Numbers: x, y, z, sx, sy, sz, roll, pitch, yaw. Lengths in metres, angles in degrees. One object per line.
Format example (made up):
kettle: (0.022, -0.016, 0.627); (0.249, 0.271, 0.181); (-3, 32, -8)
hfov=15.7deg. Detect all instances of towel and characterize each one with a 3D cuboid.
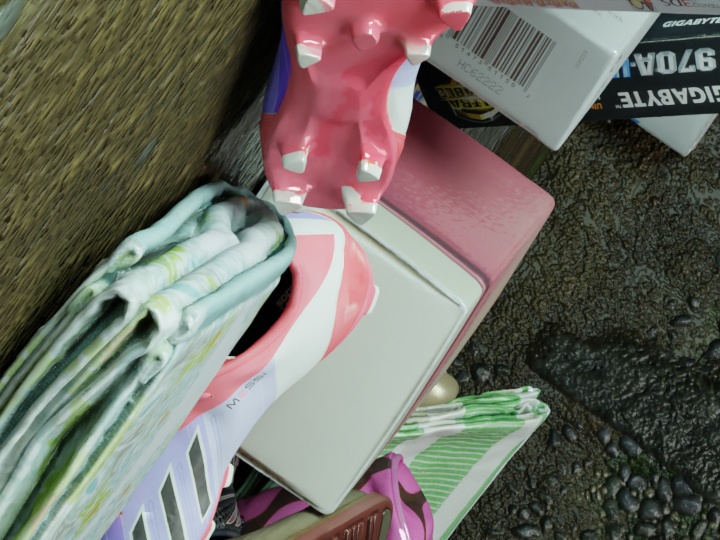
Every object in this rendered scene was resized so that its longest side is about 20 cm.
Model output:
towel: (-0.099, 0.053, 0.947); (0.172, 0.048, 0.200); (-54, 176, 13)
towel: (0.001, 0.127, 1.440); (0.199, 0.023, 0.153); (-6, 142, -45)

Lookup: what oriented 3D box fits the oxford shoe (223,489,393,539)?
oxford shoe: (-0.068, 0.139, 1.175); (0.200, 0.075, 0.071); (-25, 137, -41)

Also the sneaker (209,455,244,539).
sneaker: (-0.085, 0.109, 1.291); (0.081, 0.074, 0.200); (-59, 175, 36)

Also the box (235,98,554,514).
box: (0.000, 0.009, 1.242); (0.128, 0.109, 0.200); (-57, 176, 22)

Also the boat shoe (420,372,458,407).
boat shoe: (-0.012, 0.126, 1.511); (0.200, 0.064, 0.071); (-57, -167, 34)

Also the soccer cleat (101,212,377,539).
soccer cleat: (-0.073, 0.057, 1.084); (0.200, 0.067, 0.076); (-50, 150, 10)

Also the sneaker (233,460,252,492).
sneaker: (-0.061, 0.083, 1.469); (0.085, 0.077, 0.200); (-64, -172, -32)

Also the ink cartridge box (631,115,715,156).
ink cartridge box: (0.375, -0.239, 3.126); (0.145, 0.147, 0.200); (-56, 176, 10)

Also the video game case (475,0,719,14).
video game case: (0.133, -0.183, 1.062); (0.181, 0.023, 0.200); (8, -125, 46)

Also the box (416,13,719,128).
box: (0.146, -0.136, 1.328); (0.199, 0.046, 0.159); (-2, -146, 40)

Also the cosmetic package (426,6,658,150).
cosmetic package: (0.104, -0.156, 1.212); (0.200, 0.101, 0.071); (-50, 174, -43)

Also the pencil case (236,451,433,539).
pencil case: (-0.053, 0.166, 1.328); (0.199, 0.094, 0.091); (-22, 129, -1)

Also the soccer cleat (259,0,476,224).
soccer cleat: (0.001, -0.095, 0.918); (0.200, 0.066, 0.077); (108, -15, -55)

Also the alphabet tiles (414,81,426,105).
alphabet tiles: (0.041, -0.110, 1.462); (0.201, 0.008, 0.167); (-56, 176, 2)
